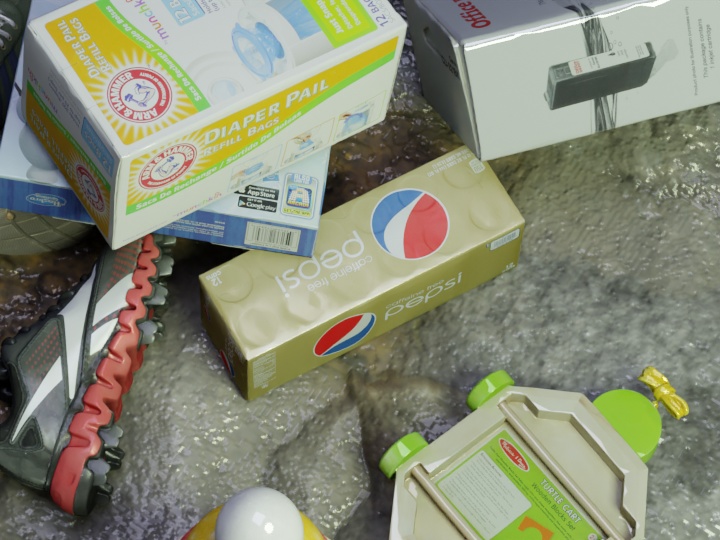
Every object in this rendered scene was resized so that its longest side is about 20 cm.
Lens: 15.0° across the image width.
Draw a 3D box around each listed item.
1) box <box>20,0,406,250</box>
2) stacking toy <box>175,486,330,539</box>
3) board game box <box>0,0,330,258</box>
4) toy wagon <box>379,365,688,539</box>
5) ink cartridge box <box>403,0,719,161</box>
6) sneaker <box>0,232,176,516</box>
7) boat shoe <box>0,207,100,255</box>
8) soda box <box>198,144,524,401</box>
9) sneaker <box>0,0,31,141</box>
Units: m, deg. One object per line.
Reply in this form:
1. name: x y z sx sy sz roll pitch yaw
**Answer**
1. box: -0.088 -0.117 1.613 0.199 0.102 0.113 -26 66 -21
2. stacking toy: -0.062 0.177 1.536 0.145 0.200 0.147 0 64 -1
3. board game box: -0.113 -0.115 1.693 0.199 0.043 0.200 10 60 -3
4. toy wagon: 0.115 0.133 1.653 0.200 0.040 0.155 -35 70 -18
5. ink cartridge box: 0.141 -0.149 1.727 0.199 0.084 0.144 -14 23 -9
6. sneaker: -0.174 0.046 1.667 0.097 0.071 0.201 16 66 4
7. boat shoe: -0.167 -0.074 1.731 0.199 0.076 0.072 -25 63 -23
8. soda box: 0.000 0.000 1.700 0.199 0.064 0.068 -26 68 -14
9. sneaker: -0.248 -0.125 1.738 0.067 0.090 0.201 21 65 9
